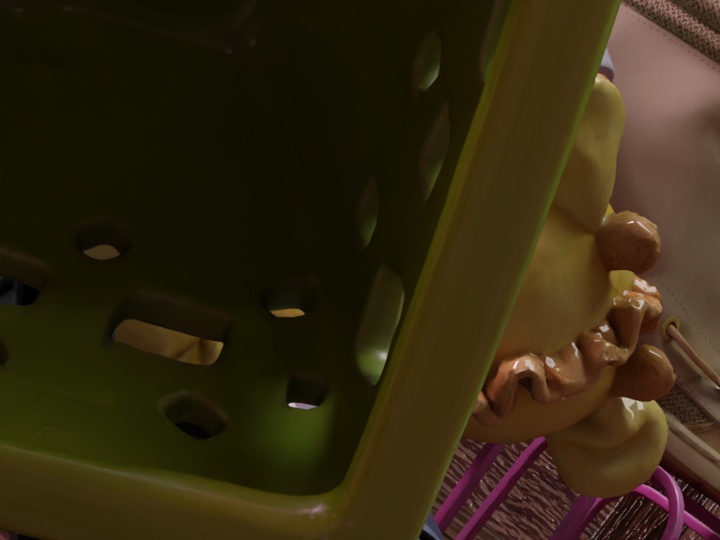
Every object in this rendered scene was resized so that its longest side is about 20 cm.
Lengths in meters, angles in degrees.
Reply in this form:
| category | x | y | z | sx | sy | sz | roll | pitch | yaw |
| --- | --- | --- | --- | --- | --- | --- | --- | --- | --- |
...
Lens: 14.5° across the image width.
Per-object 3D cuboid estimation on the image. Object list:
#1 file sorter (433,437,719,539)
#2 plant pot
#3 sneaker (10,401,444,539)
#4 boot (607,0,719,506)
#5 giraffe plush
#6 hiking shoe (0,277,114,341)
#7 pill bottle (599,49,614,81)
| category | x | y | z | sx | sy | sz | roll | pitch | yaw |
| --- | --- | --- | --- | --- | --- | --- | --- | --- | --- |
| file sorter | 0.040 | 0.100 | 0.939 | 0.200 | 0.125 | 0.139 | 38 | -1 | -41 |
| plant pot | -0.059 | -0.084 | 0.519 | 0.200 | 0.199 | 0.182 | 16 | 21 | -6 |
| sneaker | -0.029 | 0.063 | 0.639 | 0.202 | 0.077 | 0.146 | 50 | 2 | -41 |
| boot | 0.131 | -0.007 | 0.957 | 0.200 | 0.156 | 0.073 | 36 | -1 | -14 |
| giraffe plush | 0.000 | 0.000 | 0.791 | 0.173 | 0.162 | 0.200 | 75 | 3 | -59 |
| hiking shoe | -0.160 | -0.008 | 0.681 | 0.200 | 0.074 | 0.087 | 35 | -27 | -16 |
| pill bottle | 0.005 | -0.136 | 0.893 | 0.112 | 0.112 | 0.200 | 41 | 28 | -77 |
